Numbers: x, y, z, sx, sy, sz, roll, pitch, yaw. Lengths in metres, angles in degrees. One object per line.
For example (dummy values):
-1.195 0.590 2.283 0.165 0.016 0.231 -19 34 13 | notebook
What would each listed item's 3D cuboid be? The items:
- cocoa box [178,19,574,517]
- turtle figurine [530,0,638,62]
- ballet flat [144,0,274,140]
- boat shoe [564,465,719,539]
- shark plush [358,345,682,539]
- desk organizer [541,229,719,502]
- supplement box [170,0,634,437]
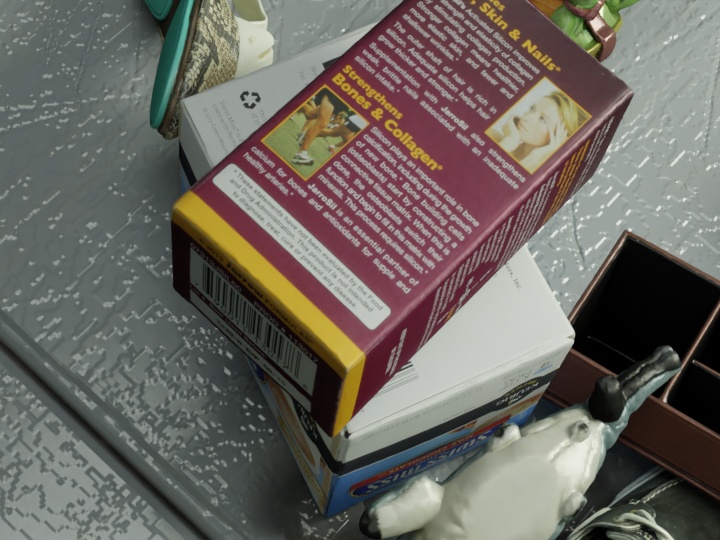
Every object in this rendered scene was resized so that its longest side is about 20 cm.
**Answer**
0.000 0.000 0.888 0.132 0.132 0.201 -22 70 -16 | cocoa box
0.120 -0.198 0.997 0.193 0.144 0.201 -27 75 -24 | turtle figurine
-0.085 -0.140 0.952 0.074 0.068 0.201 12 36 -22 | ballet flat
0.138 0.157 0.870 0.199 0.071 0.072 -37 75 -24 | boat shoe
0.073 0.101 0.848 0.091 0.083 0.201 37 84 6 | shark plush
0.197 0.067 0.887 0.199 0.078 0.072 30 36 18 | desk organizer
0.018 -0.038 0.786 0.110 0.086 0.200 42 67 13 | supplement box
